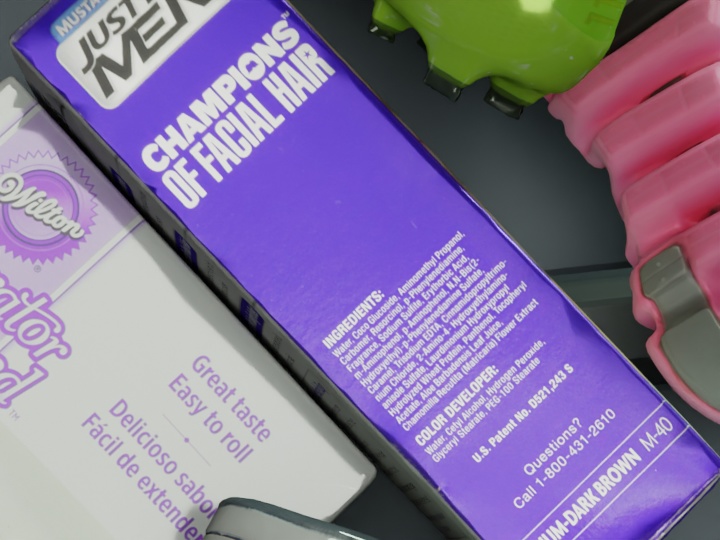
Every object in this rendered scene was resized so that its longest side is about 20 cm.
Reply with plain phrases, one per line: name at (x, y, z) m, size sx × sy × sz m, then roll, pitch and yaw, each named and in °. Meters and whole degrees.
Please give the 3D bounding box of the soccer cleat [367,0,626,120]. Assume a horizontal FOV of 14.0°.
soccer cleat at (-0.005, -0.118, 0.756) m, size 0.200 × 0.067 × 0.081 m, roll 38°, pitch 105°, yaw 26°

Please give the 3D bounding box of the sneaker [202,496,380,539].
sneaker at (-0.001, 0.156, 0.703) m, size 0.077 × 0.202 × 0.146 m, roll 11°, pitch 61°, yaw 39°

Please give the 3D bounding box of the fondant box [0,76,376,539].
fondant box at (-0.117, 0.069, 0.772) m, size 0.200 × 0.058 × 0.144 m, roll -43°, pitch 89°, yaw -9°

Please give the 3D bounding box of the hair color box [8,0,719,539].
hair color box at (0.000, 0.000, 0.765) m, size 0.065 × 0.109 × 0.200 m, roll -45°, pitch 88°, yaw -5°

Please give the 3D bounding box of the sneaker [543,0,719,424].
sneaker at (0.100, -0.040, 0.794) m, size 0.079 × 0.095 × 0.201 m, roll -26°, pitch 63°, yaw 25°
